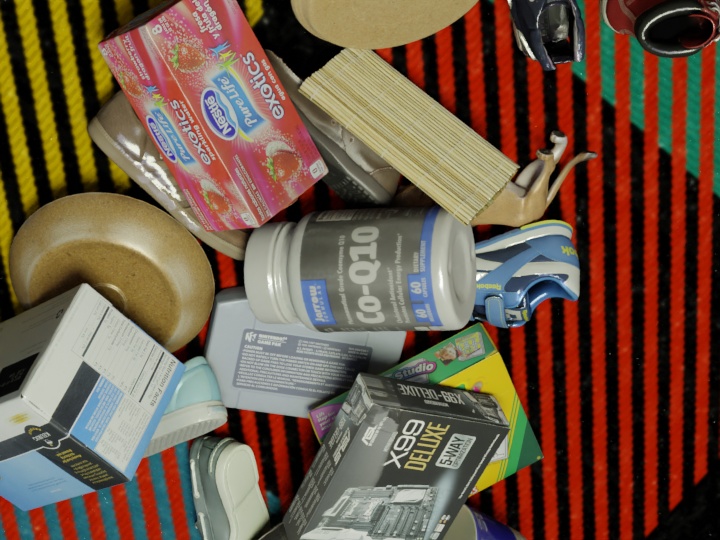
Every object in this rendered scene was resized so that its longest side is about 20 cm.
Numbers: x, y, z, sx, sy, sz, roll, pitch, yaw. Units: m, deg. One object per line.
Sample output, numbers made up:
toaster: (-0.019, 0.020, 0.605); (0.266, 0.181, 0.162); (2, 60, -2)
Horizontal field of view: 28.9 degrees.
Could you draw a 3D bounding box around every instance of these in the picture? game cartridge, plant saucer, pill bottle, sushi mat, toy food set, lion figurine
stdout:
game cartridge: (-0.059, 0.083, 1.411); (0.197, 0.041, 0.134); (9, 116, -14)
plant saucer: (-0.238, 0.020, 1.320); (0.197, 0.036, 0.202); (2, 126, 2)
pill bottle: (0.000, 0.000, 1.294); (0.197, 0.114, 0.115); (-2, 118, 20)
sushi mat: (0.046, -0.128, 1.264); (0.199, 0.096, 0.012); (39, 140, 6)
toy food set: (0.028, -0.262, 1.212); (0.195, 0.049, 0.200); (-12, 157, -12)
lion figurine: (0.126, -0.072, 1.353); (0.197, 0.073, 0.124); (3, 120, -15)

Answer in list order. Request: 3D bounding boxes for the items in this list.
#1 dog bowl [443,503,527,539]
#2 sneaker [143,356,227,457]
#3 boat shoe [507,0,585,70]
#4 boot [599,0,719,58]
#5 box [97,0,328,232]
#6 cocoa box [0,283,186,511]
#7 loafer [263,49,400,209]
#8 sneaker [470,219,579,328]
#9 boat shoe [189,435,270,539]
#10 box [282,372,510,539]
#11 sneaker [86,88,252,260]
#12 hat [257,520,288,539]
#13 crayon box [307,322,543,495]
dog bowl: (0.093, 0.349, 1.465); (0.078, 0.200, 0.201); (30, 107, -18)
sneaker: (-0.222, 0.140, 1.395); (0.198, 0.083, 0.074); (-19, 161, 20)
boat shoe: (0.162, -0.277, 1.252); (0.074, 0.093, 0.202); (-19, 116, -1)
boot: (0.333, -0.241, 1.270); (0.197, 0.145, 0.073); (-14, 114, -4)
box: (-0.129, -0.142, 1.229); (0.095, 0.099, 0.201); (-39, 110, -30)
cocoa box: (-0.283, 0.122, 1.287); (0.131, 0.134, 0.199); (42, 141, -24)
loafer: (-0.036, -0.138, 1.305); (0.200, 0.073, 0.071); (44, 67, -22)
sneaker: (0.124, 0.019, 1.372); (0.198, 0.083, 0.074); (-20, 160, 7)
boat shoe: (-0.142, 0.258, 1.474); (0.061, 0.073, 0.202); (17, 127, 30)
box: (0.033, 0.200, 1.371); (0.156, 0.050, 0.201); (12, 121, -27)
sneaker: (-0.158, -0.091, 1.296); (0.076, 0.071, 0.200); (-46, 115, 6)
hat: (-0.045, 0.346, 1.478); (0.198, 0.081, 0.203); (-12, 117, -24)
crayon box: (0.070, 0.169, 1.432); (0.198, 0.058, 0.173); (-28, 131, 0)
